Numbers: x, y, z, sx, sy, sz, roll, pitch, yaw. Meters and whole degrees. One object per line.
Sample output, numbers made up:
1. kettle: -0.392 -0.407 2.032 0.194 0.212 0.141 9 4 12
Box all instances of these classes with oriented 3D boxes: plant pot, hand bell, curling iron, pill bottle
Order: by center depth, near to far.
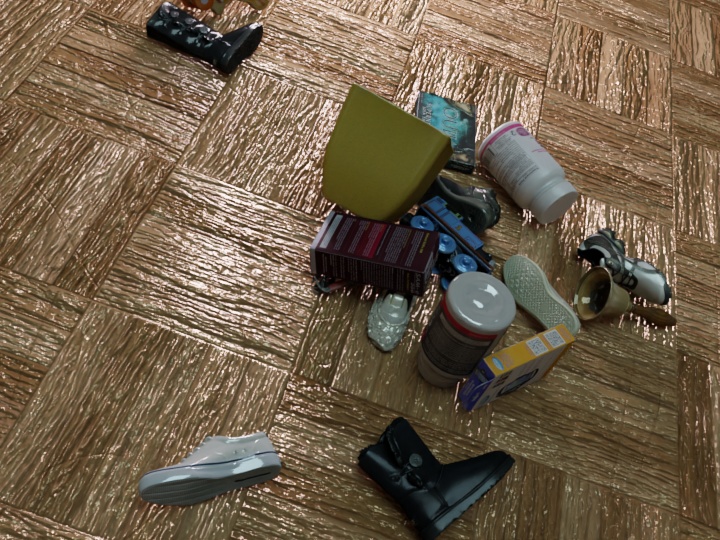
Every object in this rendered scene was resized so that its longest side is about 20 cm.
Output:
1. pill bottle: 0.158 0.102 1.247 0.110 0.200 0.111 9 50 -11
2. curling iron: 0.000 0.000 1.390 0.200 0.026 0.050 -17 61 -29
3. plant pot: 0.034 -0.188 1.427 0.194 0.200 0.195 31 6 7
4. hand bell: 0.511 0.071 1.479 0.199 0.104 0.104 18 48 -21
5. pill bottle: 0.340 -0.197 1.598 0.113 0.113 0.200 -21 62 -30

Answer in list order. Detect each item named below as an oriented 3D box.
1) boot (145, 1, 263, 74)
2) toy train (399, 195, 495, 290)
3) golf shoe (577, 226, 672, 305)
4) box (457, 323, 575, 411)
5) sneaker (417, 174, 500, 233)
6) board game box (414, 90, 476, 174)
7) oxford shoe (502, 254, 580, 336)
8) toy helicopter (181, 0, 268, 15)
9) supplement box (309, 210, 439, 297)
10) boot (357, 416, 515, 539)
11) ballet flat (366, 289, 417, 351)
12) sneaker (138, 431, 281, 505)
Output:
1. boot: -0.327 -0.509 1.666 0.200 0.066 0.165 26 48 9
2. toy train: 0.162 -0.043 1.439 0.200 0.087 0.114 44 50 18
3. golf shoe: 0.503 0.007 1.522 0.094 0.078 0.200 -25 54 -27
4. box: 0.245 0.162 1.282 0.199 0.119 0.042 -16 59 -28
5. sneaker: 0.189 -0.139 1.536 0.199 0.076 0.114 31 26 28
6. board game box: 0.180 -0.297 1.680 0.135 0.028 0.200 13 50 -7
7. oxford shoe: 0.329 0.052 1.440 0.058 0.075 0.200 28 21 -54
8. toy helicopter: -0.291 -0.627 1.736 0.200 0.133 0.079 3 17 -37
9. supplement box: 0.025 -0.030 1.339 0.199 0.061 0.109 12 45 14
10. boot: 0.112 0.281 1.172 0.200 0.076 0.168 -32 71 -28
11. ballet flat: 0.063 0.044 1.352 0.072 0.072 0.200 23 50 0
12. sneaker: -0.211 0.270 1.090 0.199 0.073 0.071 -3 44 -31
